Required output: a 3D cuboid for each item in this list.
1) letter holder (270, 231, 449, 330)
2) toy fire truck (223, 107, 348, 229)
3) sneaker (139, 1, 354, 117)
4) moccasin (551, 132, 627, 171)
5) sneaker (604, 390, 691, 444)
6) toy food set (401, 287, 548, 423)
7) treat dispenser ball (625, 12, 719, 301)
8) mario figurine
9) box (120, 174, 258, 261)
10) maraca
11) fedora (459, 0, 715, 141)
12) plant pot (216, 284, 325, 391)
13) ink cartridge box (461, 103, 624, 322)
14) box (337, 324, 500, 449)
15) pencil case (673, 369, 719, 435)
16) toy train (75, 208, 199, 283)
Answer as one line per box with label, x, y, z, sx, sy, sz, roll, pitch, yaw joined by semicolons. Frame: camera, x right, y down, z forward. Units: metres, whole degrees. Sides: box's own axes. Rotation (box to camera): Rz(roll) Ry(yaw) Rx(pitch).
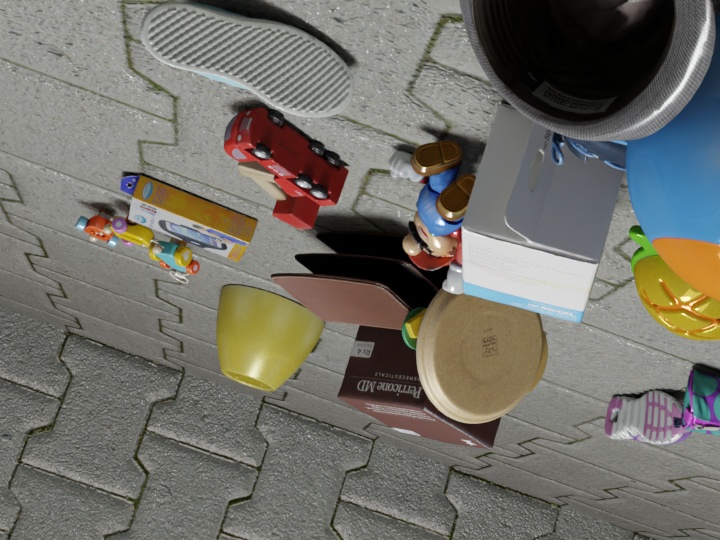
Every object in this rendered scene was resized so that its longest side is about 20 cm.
letter holder;0.000;0.000;1.417;0.198;0.102;0.142;4;156;41
toy fire truck;-0.092;-0.113;1.242;0.140;0.049;0.199;1;156;47
sneaker;-0.101;-0.198;0.983;0.198;0.075;0.082;20;-166;-20
moccasin;0.189;-0.111;0.877;0.198;0.081;0.068;27;150;-22
sneaker;0.468;0.237;1.710;0.087;0.082;0.200;16;170;-15
toy food set;0.150;0.090;1.367;0.048;0.199;0.200;11;128;61
treat dispenser ball;0.273;-0.073;0.702;0.198;0.203;0.201;17;164;5
mario figurine;0.074;-0.050;1.145;0.105;0.125;0.200;7;160;6
box;-0.252;-0.076;1.554;0.198;0.042;0.119;19;164;-10
maraca;0.325;0.003;1.053;0.136;0.108;0.200;11;161;27
fedora;0.148;-0.175;0.657;0.177;0.090;0.201;44;150;14
plant pot;-0.179;0.132;1.951;0.198;0.144;0.200;18;164;5
ink cartridge box;0.169;-0.052;1.010;0.124;0.130;0.200;15;164;10
box;0.102;0.115;1.490;0.165;0.202;0.164;1;156;43
pencil case;0.536;0.203;1.486;0.197;0.093;0.086;15;139;8
toy train;-0.340;-0.052;1.708;0.198;0.056;0.150;27;163;-16
